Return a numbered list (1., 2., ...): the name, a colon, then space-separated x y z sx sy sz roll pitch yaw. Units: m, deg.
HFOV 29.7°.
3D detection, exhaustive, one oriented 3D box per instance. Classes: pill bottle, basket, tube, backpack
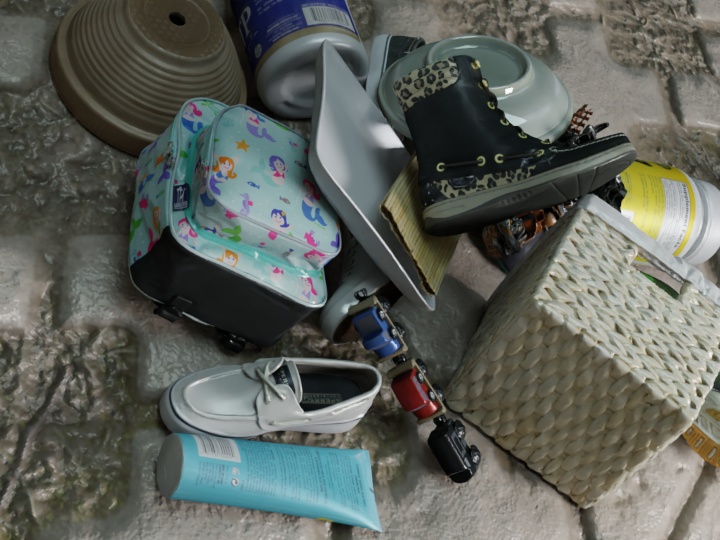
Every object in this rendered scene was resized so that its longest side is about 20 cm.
1. pill bottle: -0.073 -0.272 1.413 0.118 0.120 0.202 1 55 -31
2. pill bottle: 0.299 -0.065 1.486 0.198 0.114 0.116 8 52 -32
3. basket: 0.215 0.078 1.265 0.197 0.200 0.161 36 47 -1
4. tube: -0.069 0.171 1.123 0.198 0.050 0.078 12 54 -30
5. backpack: -0.112 -0.057 1.205 0.176 0.151 0.202 25 36 -30

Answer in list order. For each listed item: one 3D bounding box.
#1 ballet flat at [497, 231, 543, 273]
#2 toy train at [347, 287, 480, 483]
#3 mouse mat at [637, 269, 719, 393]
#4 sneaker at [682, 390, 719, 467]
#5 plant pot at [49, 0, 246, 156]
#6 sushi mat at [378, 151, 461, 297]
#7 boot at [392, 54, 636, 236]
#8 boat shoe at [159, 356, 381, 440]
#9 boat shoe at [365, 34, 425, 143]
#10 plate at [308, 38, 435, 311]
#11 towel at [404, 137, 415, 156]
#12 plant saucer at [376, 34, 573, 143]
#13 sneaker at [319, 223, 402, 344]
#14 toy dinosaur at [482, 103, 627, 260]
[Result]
1. ballet flat: 0.166 -0.089 1.456 0.072 0.073 0.202 12 51 -24
2. toy train: 0.047 0.105 1.204 0.201 0.034 0.046 58 29 -12
3. mouse mat: 0.343 0.064 1.422 0.160 0.008 0.201 19 28 -47
4. sneaker: 0.334 0.117 1.412 0.201 0.076 0.087 49 29 8
5. plant pot: -0.192 -0.213 1.311 0.198 0.093 0.203 17 48 -20
6. sushi mat: 0.061 -0.051 1.272 0.097 0.012 0.200 62 21 -13
7. boot: 0.135 -0.131 1.233 0.201 0.074 0.156 -18 73 5
8. boat shoe: -0.072 0.105 1.155 0.197 0.066 0.073 5 53 -29
9. boat shoe: 0.039 -0.185 1.418 0.056 0.069 0.202 -5 43 9
10. plate: 0.007 -0.084 1.240 0.200 0.032 0.201 53 23 -32
11. towel: 0.097 -0.164 1.461 0.130 0.035 0.202 6 48 12
12. plant saucer: 0.115 -0.187 1.343 0.197 0.051 0.201 2 38 -2
13. sneaker: 0.000 0.000 1.290 0.084 0.073 0.200 34 37 12
14. toy dinosaur: 0.190 -0.098 1.368 0.102 0.135 0.203 29 65 -38
